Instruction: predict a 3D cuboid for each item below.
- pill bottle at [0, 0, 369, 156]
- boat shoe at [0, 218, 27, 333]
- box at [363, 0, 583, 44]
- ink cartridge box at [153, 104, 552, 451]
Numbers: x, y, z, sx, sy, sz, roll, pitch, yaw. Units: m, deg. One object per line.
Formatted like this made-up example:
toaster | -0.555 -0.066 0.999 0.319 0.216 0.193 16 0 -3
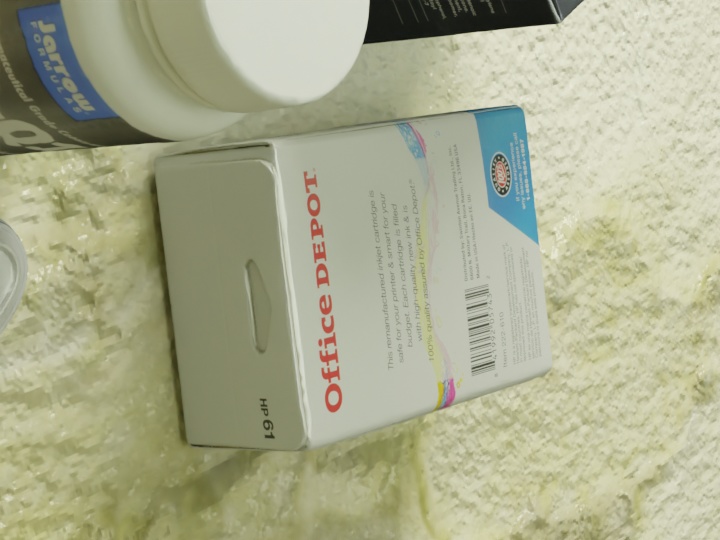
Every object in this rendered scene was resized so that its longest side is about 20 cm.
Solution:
pill bottle | -0.101 -0.105 0.777 0.114 0.200 0.114 2 87 -49
boat shoe | -0.190 0.042 0.771 0.200 0.065 0.074 -48 123 -39
box | 0.055 -0.202 0.977 0.200 0.182 0.104 -45 122 -40
ink cartridge box | 0.000 0.000 0.981 0.200 0.085 0.145 -13 98 -50
